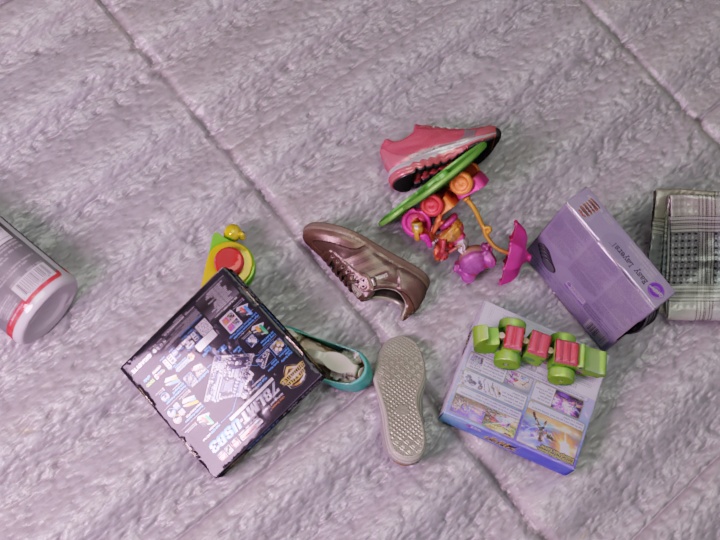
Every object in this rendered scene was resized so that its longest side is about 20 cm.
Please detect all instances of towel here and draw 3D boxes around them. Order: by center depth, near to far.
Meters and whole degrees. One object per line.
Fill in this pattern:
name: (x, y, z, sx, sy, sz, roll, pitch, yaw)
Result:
towel: (0.522, -0.021, 1.646, 0.198, 0.035, 0.194, 2, 97, 0)

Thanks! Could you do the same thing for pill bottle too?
pill bottle: (-0.486, -0.005, 1.477, 0.200, 0.114, 0.114, 38, 67, 7)

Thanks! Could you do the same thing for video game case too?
video game case: (0.232, 0.165, 1.568, 0.199, 0.046, 0.182, 24, 65, 0)

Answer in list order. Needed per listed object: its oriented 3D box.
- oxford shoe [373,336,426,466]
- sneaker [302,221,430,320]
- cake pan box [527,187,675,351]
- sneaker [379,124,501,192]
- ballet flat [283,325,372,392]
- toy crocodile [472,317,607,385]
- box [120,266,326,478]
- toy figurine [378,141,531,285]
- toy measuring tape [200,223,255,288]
oxford shoe: (0.055, 0.181, 1.530, 0.075, 0.058, 0.201, -1, 54, -3)
sneaker: (0.000, 0.000, 1.581, 0.199, 0.071, 0.076, 25, 67, 1)
cake pan box: (0.335, 0.005, 1.575, 0.052, 0.184, 0.200, -33, 76, -20)
sneaker: (0.120, -0.194, 1.678, 0.199, 0.074, 0.087, -21, 69, -18)
ballet flat: (-0.075, 0.112, 1.523, 0.199, 0.070, 0.068, 17, 69, -2)
toy crocodile: (0.248, 0.109, 1.536, 0.198, 0.062, 0.068, 15, 66, -4)
box: (-0.182, 0.134, 1.473, 0.200, 0.050, 0.199, -44, 82, 2)
toy figurine: (0.154, -0.053, 1.603, 0.185, 0.200, 0.150, 52, 26, -5)
toy measuring tape: (-0.186, 0.032, 1.541, 0.073, 0.074, 0.202, 11, 74, -5)
